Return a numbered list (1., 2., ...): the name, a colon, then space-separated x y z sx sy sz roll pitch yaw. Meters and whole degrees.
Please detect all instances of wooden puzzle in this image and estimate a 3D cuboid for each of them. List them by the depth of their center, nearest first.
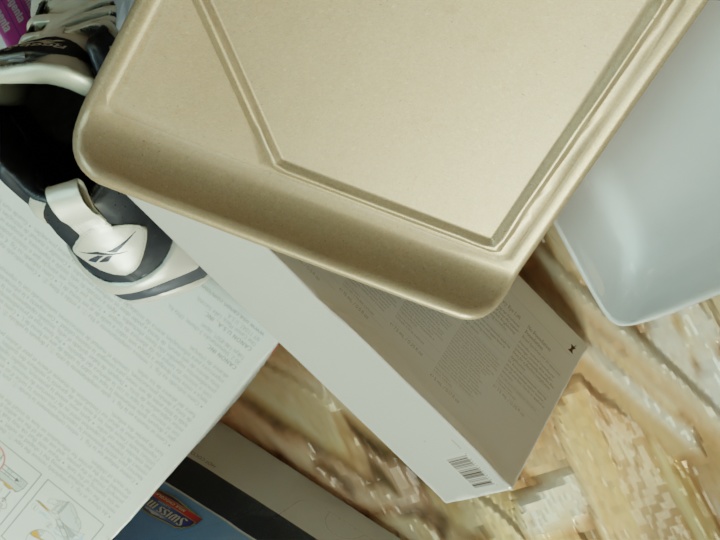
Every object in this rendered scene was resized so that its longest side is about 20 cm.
1. wooden puzzle: 0.011 -0.087 0.955 0.185 0.037 0.200 20 126 -15

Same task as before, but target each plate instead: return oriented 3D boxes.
1. plate: 0.122 -0.092 0.975 0.200 0.032 0.200 -23 98 49

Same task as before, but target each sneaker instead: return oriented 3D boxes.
1. sneaker: -0.120 -0.094 1.084 0.079 0.130 0.200 -11 70 17

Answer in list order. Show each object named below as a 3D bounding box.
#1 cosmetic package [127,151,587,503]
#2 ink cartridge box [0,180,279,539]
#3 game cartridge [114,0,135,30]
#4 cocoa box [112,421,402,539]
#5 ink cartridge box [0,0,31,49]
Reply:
1. cosmetic package: 0.000 0.000 1.068 0.200 0.083 0.051 45 147 -19
2. ink cartridge box: -0.150 0.045 1.189 0.162 0.050 0.200 39 108 -4
3. game cartridge: -0.071 -0.195 1.006 0.133 0.041 0.200 118 153 -43
4. cocoa box: -0.045 0.194 1.252 0.200 0.131 0.134 31 134 26
5. ink cartridge box: -0.228 -0.184 1.186 0.199 0.043 0.197 -6 124 32
